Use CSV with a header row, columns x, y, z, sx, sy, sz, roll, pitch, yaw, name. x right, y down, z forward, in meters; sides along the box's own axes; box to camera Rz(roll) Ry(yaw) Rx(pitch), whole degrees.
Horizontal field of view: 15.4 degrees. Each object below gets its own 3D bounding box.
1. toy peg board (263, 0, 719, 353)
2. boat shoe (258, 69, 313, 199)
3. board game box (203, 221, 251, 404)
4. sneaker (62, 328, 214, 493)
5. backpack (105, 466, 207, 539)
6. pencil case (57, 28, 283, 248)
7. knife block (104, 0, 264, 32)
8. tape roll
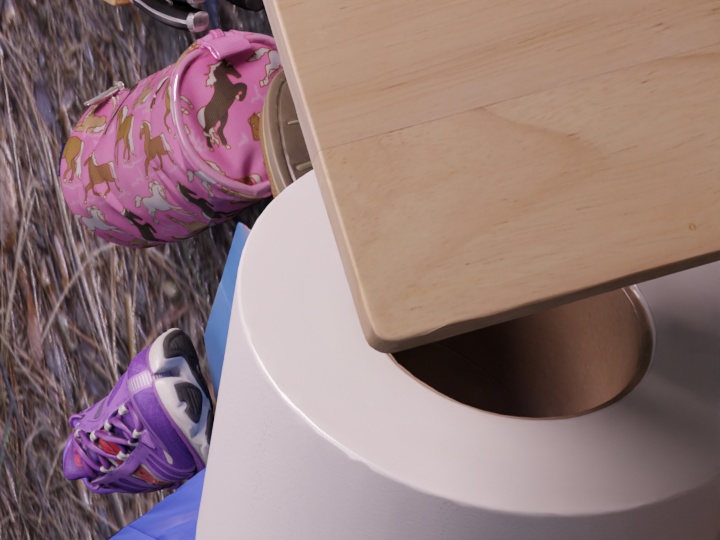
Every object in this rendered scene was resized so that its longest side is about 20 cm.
x,y,z,sx,sy,sz,roll,pitch,yaw,name
0.065,-0.084,0.912,0.098,0.199,0.200,117,137,-74,toy peg board
0.000,0.000,1.211,0.201,0.072,0.068,65,151,26,boat shoe
-0.027,0.069,1.342,0.200,0.039,0.159,111,139,-61,board game box
-0.122,0.094,1.461,0.200,0.083,0.081,115,138,-70,sneaker
-0.035,0.183,1.177,0.167,0.200,0.163,22,139,37,backpack
-0.091,-0.066,1.367,0.086,0.083,0.200,37,160,-16,pencil case
-0.112,-0.168,1.378,0.200,0.064,0.176,123,132,-57,knife block
0.043,0.065,0.997,0.203,0.202,0.140,56,147,38,tape roll
